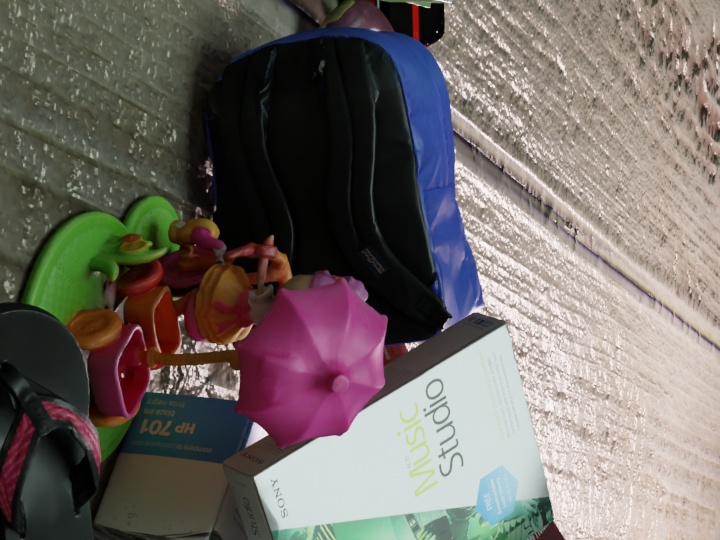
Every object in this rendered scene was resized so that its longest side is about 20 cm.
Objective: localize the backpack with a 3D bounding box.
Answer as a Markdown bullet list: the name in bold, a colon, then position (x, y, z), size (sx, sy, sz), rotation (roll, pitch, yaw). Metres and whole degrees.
- **backpack**: position (-0.014, -0.058, 1.255), size (0.168, 0.162, 0.201), rotation (-34, 114, -71)

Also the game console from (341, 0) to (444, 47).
- **game console**: position (0.026, -0.261, 1.486), size (0.177, 0.031, 0.201), rotation (-41, 132, -64)

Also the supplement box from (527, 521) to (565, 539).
- **supplement box**: position (0.099, 0.298, 1.520), size (0.200, 0.133, 0.197), rotation (57, 26, 1)

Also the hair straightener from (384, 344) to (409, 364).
- **hair straightener**: position (0.000, 0.000, 1.473), size (0.200, 0.041, 0.077), rotation (58, 26, -49)

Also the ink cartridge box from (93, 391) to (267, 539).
- **ink cartridge box**: position (-0.105, 0.196, 1.163), size (0.147, 0.086, 0.200), rotation (67, 35, -51)

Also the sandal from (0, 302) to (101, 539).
- **sandal**: position (-0.166, 0.107, 1.011), size (0.075, 0.045, 0.201), rotation (-21, 122, -28)

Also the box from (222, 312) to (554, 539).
- **box**: position (0.022, 0.133, 1.147), size (0.200, 0.036, 0.145), rotation (-29, 116, -28)

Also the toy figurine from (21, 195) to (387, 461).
- **toy figurine**: position (-0.067, 0.034, 1.092), size (0.200, 0.183, 0.151), rotation (-57, 145, -52)

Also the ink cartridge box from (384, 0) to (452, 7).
- **ink cartridge box**: position (0.023, -0.247, 1.367), size (0.200, 0.059, 0.104), rotation (0, 96, -55)

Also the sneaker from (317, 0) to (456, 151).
- **sneaker**: position (0.027, -0.112, 1.405), size (0.075, 0.090, 0.200), rotation (-44, 141, -22)
